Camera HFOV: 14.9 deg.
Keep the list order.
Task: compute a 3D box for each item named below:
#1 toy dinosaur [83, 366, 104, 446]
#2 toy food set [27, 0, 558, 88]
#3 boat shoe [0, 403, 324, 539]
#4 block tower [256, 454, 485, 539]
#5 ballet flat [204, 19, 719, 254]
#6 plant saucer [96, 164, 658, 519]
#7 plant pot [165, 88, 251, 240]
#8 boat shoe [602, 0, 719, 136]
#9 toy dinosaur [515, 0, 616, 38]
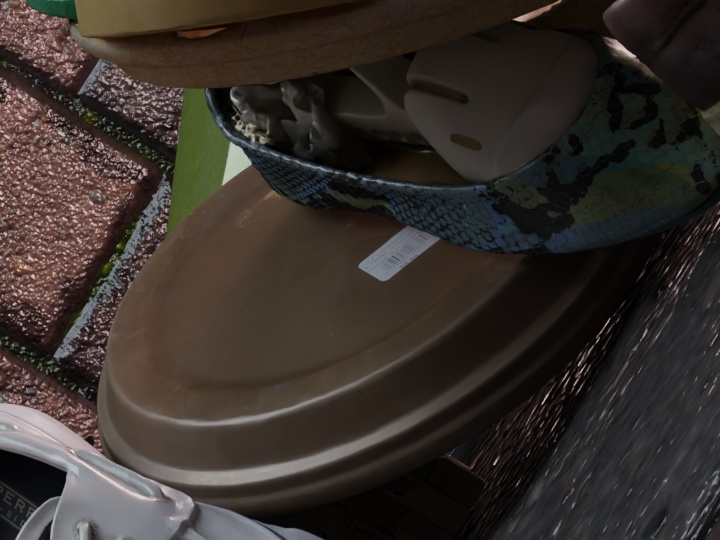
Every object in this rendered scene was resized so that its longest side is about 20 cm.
[{"bbox_3d":[-0.055,0.061,1.107,0.136,0.102,0.200,-50,11,-10],"label":"toy dinosaur"},{"bbox_3d":[0.000,-0.105,0.823,0.200,0.049,0.198,-20,18,-11],"label":"toy food set"},{"bbox_3d":[-0.075,0.091,0.791,0.065,0.200,0.074,12,-85,-51],"label":"boat shoe"},{"bbox_3d":[-0.033,0.131,0.845,0.200,0.054,0.058,-60,6,-17],"label":"block tower"},{"bbox_3d":[0.022,-0.047,0.818,0.200,0.074,0.074,3,55,49],"label":"ballet flat"},{"bbox_3d":[0.000,0.000,0.869,0.200,0.029,0.200,-23,29,13],"label":"plant saucer"},{"bbox_3d":[0.007,-0.060,1.059,0.200,0.200,0.190,129,159,-55],"label":"plant pot"},{"bbox_3d":[0.125,-0.124,0.763,0.200,0.072,0.072,-59,5,-27],"label":"boat shoe"},{"bbox_3d":[0.100,-0.097,0.903,0.200,0.058,0.101,-23,-4,7],"label":"toy dinosaur"}]
